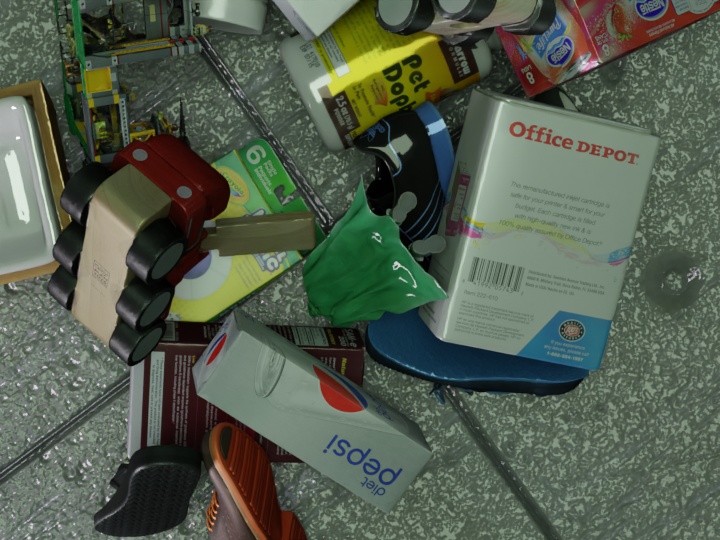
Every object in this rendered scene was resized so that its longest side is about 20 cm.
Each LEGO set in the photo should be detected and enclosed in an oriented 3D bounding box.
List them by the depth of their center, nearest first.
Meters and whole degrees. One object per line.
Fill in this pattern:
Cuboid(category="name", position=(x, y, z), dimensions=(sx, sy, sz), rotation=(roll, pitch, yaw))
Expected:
Cuboid(category="LEGO set", position=(-0.185, -0.184, 1.296), dimensions=(0.115, 0.154, 0.202), rotation=(-11, 113, -18))

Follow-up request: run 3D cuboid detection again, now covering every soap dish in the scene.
Cuboid(category="soap dish", position=(-0.336, -0.063, 1.328), dimensions=(0.198, 0.081, 0.159), rotation=(-12, 92, 16))

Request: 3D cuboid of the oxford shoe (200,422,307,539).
Cuboid(category="oxford shoe", position=(-0.105, 0.207, 1.324), dimensions=(0.072, 0.072, 0.201), rotation=(-7, 131, 16))

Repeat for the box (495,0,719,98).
Cuboid(category="box", position=(0.207, -0.227, 1.287), dimensions=(0.199, 0.095, 0.101), rotation=(-27, 93, -38))

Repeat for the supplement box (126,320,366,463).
Cuboid(category="supplement box", position=(-0.099, 0.105, 1.341), dimensions=(0.198, 0.061, 0.110), rotation=(3, 106, -9))

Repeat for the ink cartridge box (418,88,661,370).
Cuboid(category="ink cartridge box", position=(0.144, -0.036, 1.272), dimensions=(0.143, 0.085, 0.202), rotation=(11, 102, -13))

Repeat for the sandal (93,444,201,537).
Cuboid(category="sandal", position=(-0.176, 0.181, 1.322), dimensions=(0.075, 0.201, 0.048), rotation=(8, 60, -20))

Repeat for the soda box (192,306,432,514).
Cuboid(category="soda box", position=(-0.040, 0.116, 1.288), dimensions=(0.199, 0.063, 0.069), rotation=(35, 99, -17))

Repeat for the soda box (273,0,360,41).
Cuboid(category="soda box", position=(-0.077, -0.282, 1.240), dimensions=(0.068, 0.064, 0.200), rotation=(-41, 101, -4))

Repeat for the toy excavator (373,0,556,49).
Cuboid(category="toy excavator", position=(0.057, -0.280, 1.221), dimensions=(0.099, 0.193, 0.203), rotation=(3, 87, -45))

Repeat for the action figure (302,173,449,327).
Cuboid(category="action figure", position=(0.000, 0.000, 1.303), dimensions=(0.054, 0.200, 0.119), rotation=(-30, 86, -33))

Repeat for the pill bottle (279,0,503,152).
Cuboid(category="pill bottle", position=(0.038, -0.190, 1.329), dimensions=(0.199, 0.109, 0.110), rotation=(-27, 92, 1))

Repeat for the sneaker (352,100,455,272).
Cuboid(category="sneaker", position=(0.051, -0.043, 1.331), dimensions=(0.077, 0.070, 0.202), rotation=(-22, 114, -9))

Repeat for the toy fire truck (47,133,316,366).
Cuboid(category="toy fire truck", position=(-0.134, -0.034, 1.258), dimensions=(0.128, 0.177, 0.200), rotation=(39, 53, 13))

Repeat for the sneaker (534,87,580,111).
Cuboid(category="sneaker", position=(0.163, -0.058, 1.352), dimensions=(0.084, 0.074, 0.202), rotation=(-8, 92, 1))

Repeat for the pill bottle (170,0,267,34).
Cuboid(category="pill bottle", position=(-0.106, -0.309, 1.322), dimensions=(0.110, 0.111, 0.202), rotation=(10, 93, -1))

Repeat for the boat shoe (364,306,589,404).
Cuboid(category="boat shoe", position=(0.097, 0.085, 1.353), dimensions=(0.198, 0.069, 0.085), rotation=(15, 62, -4))

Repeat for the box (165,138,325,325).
Cuboid(category="box", position=(-0.139, -0.019, 1.367), dimensions=(0.199, 0.048, 0.118), rotation=(-33, 93, 0))
